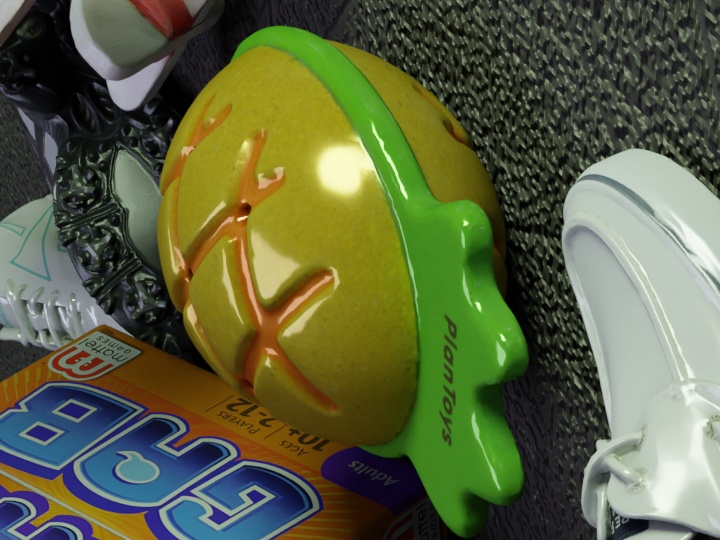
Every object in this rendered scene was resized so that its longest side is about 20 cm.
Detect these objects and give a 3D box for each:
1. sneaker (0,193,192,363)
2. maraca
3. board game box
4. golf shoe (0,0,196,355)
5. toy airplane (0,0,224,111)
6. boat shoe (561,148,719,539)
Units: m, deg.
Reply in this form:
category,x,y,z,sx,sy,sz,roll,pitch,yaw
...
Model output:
category,x,y,z,sx,sy,sz,roll,pitch,yaw
sneaker,-0.141,0.019,1.202,0.200,0.080,0.071,34,136,57
maraca,0.000,0.000,0.774,0.200,0.107,0.138,45,147,50
board game box,-0.096,0.176,0.966,0.199,0.200,0.201,21,129,39
golf shoe,-0.105,-0.046,1.088,0.201,0.078,0.095,63,180,20
toy airplane,-0.142,-0.151,0.964,0.199,0.141,0.201,12,106,45
boat shoe,0.092,0.063,0.647,0.201,0.065,0.072,67,160,13
